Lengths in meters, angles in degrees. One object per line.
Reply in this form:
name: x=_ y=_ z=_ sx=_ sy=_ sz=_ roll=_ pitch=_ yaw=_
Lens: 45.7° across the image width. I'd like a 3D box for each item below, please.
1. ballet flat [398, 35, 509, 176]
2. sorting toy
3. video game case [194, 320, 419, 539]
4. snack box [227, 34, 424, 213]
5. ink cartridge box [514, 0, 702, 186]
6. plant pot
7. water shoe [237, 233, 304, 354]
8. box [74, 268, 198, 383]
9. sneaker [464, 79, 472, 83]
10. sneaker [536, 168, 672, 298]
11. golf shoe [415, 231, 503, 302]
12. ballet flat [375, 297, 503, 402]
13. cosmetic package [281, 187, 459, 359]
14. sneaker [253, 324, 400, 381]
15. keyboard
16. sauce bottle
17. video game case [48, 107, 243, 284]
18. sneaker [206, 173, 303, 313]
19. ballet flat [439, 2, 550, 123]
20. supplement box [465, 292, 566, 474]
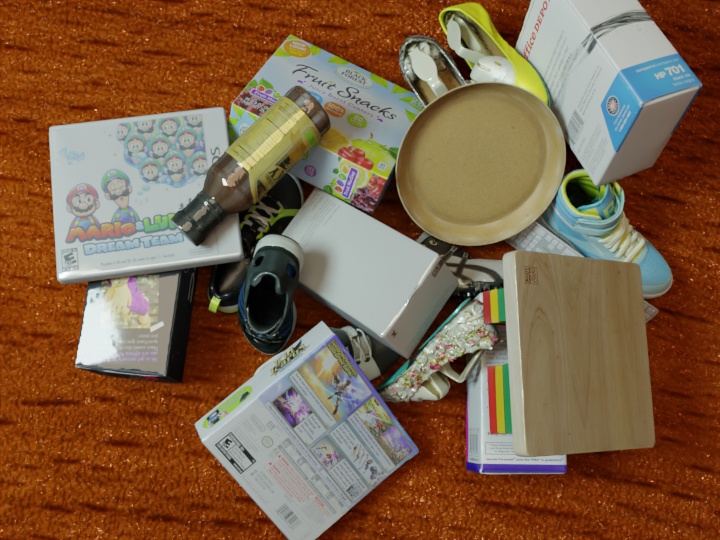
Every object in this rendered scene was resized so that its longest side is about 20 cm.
ballet flat: x=0.105 y=-0.198 z=1.017 sx=0.072 sy=0.072 sz=0.201 roll=-31 pitch=77 yaw=-7
sorting toy: x=0.217 y=0.090 z=0.914 sx=0.197 sy=0.069 sz=0.202 roll=5 pitch=79 yaw=-34
video game case: x=-0.055 y=0.189 z=0.964 sx=0.181 sy=0.045 sz=0.201 roll=-38 pitch=118 yaw=-7
snack box: x=-0.037 y=-0.181 z=1.035 sx=0.199 sy=0.068 sz=0.169 roll=27 pitch=48 yaw=2
ink cartridge box: x=0.266 y=-0.221 z=0.954 sx=0.085 sy=0.147 sz=0.201 roll=-18 pitch=64 yaw=-14
plant pot: x=0.137 y=-0.124 z=0.990 sx=0.198 sy=0.028 sz=0.202 roll=-3 pitch=120 yaw=-5
water shoe: x=-0.112 y=0.045 z=0.962 sx=0.071 sy=0.201 sz=0.079 roll=17 pitch=49 yaw=3
box: x=-0.252 y=0.024 z=0.997 sx=0.105 sy=0.122 sz=0.202 roll=7 pitch=79 yaw=-2
sneaker: x=0.197 y=-0.185 z=1.076 sx=0.198 sy=0.075 sz=0.106 roll=-2 pitch=78 yaw=3
sneaker: x=0.303 y=-0.043 z=1.024 sx=0.199 sy=0.131 sz=0.080 roll=35 pitch=78 yaw=5
golf shoe: x=0.108 y=-0.006 z=1.039 sx=0.198 sy=0.078 sz=0.096 roll=-8 pitch=80 yaw=-4
ballet flat: x=0.086 y=0.109 z=0.968 sx=0.064 sy=0.200 sz=0.075 roll=48 pitch=42 yaw=8
cosmetic package: x=0.000 y=0.000 z=0.987 sx=0.199 sy=0.081 sz=0.113 roll=33 pitch=83 yaw=33
sneaker: x=-0.033 y=0.108 z=1.009 sx=0.198 sy=0.089 sz=0.075 roll=-23 pitch=80 yaw=-7
keyboard: x=0.270 y=0.004 z=1.054 sx=0.199 sy=0.056 sz=0.011 roll=36 pitch=58 yaw=5
sauce bottle: x=-0.119 y=-0.109 z=0.918 sx=0.065 sy=0.065 sz=0.200 roll=44 pitch=83 yaw=6
video game case: x=-0.239 y=-0.086 z=0.947 sx=0.198 sy=0.024 sz=0.184 roll=-8 pitch=73 yaw=-6
sneaker: x=-0.125 y=-0.036 z=1.033 sx=0.071 sy=0.083 sz=0.202 roll=23 pitch=80 yaw=2
ballet flat: x=0.151 y=-0.249 z=1.022 sx=0.066 sy=0.067 sz=0.201 roll=-2 pitch=51 yaw=-34
supplement box: x=0.178 y=0.133 z=1.003 sx=0.102 sy=0.101 sz=0.202 roll=0 pitch=80 yaw=-2
